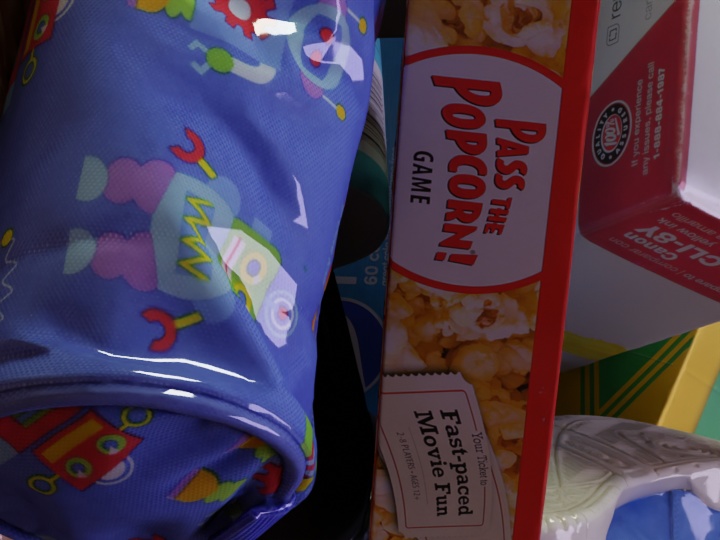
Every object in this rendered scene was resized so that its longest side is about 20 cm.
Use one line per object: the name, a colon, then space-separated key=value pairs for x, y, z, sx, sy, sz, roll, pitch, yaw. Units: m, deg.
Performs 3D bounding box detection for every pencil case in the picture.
pencil case: x=-0.035 y=-0.035 z=0.563 sx=0.078 sy=0.087 sz=0.201 roll=-43 pitch=-147 yaw=53

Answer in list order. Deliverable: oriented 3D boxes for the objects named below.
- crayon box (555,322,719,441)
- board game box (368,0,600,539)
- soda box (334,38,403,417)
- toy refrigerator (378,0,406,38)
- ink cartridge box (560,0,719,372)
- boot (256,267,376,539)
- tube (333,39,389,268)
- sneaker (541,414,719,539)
crayon box: x=0.166 y=0.036 z=1.016 sx=0.200 sy=0.058 sz=0.173 roll=32 pitch=80 yaw=-46
board game box: x=0.033 y=-0.020 z=0.683 sx=0.152 sy=0.046 sz=0.201 roll=-79 pitch=174 yaw=-57
soda box: x=0.000 y=0.000 z=0.850 sx=0.068 sy=0.064 sz=0.201 roll=61 pitch=33 yaw=-72
toy refrigerator: x=-0.022 y=-0.157 z=0.673 sx=0.200 sy=0.070 sz=0.076 roll=84 pitch=8 yaw=-50
ink cartridge box: x=0.077 y=-0.049 z=0.922 sx=0.200 sy=0.083 sz=0.146 roll=-23 pitch=-127 yaw=50
boot: x=-0.028 y=0.063 z=0.678 sx=0.200 sy=0.065 sz=0.165 roll=82 pitch=6 yaw=-59
tube: x=-0.016 y=-0.097 z=0.801 sx=0.078 sy=0.050 sz=0.201 roll=80 pitch=9 yaw=-58
sneaker: x=0.070 y=0.114 z=0.836 sx=0.200 sy=0.077 sz=0.112 roll=-14 pitch=113 yaw=-65
